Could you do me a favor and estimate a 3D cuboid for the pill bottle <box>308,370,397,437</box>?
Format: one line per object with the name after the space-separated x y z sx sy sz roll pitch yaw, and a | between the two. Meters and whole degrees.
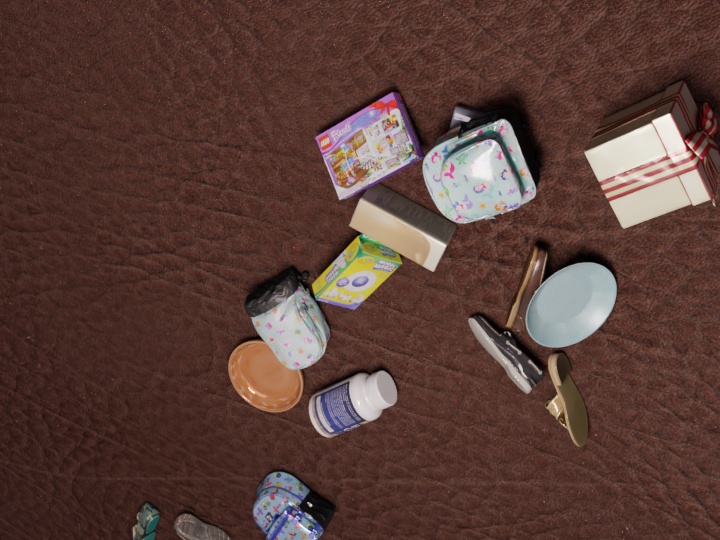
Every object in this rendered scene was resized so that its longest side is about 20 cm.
-0.015 0.305 1.998 0.198 0.111 0.112 -28 105 31 | pill bottle

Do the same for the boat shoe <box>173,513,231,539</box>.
-0.439 0.752 2.434 0.199 0.075 0.073 38 149 -7 | boat shoe

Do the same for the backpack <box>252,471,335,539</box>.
-0.191 0.631 2.229 0.199 0.135 0.183 38 123 1 | backpack

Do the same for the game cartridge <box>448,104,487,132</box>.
0.223 -0.208 1.679 0.131 0.042 0.203 21 122 14 | game cartridge

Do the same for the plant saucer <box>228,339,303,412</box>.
-0.225 0.250 2.094 0.196 0.038 0.204 9 119 16 | plant saucer

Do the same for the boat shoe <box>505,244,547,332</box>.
0.351 0.040 1.746 0.069 0.071 0.203 16 128 7 | boat shoe

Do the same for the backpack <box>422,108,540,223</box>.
0.216 -0.182 1.595 0.197 0.151 0.180 -15 113 32 | backpack

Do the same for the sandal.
0.427 0.274 1.851 0.069 0.077 0.215 -5 111 44 | sandal

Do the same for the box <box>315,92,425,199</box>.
0.018 -0.244 1.709 0.198 0.039 0.139 -24 86 30 | box

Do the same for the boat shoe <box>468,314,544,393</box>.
0.310 0.166 1.831 0.060 0.074 0.201 -39 81 -8 | boat shoe

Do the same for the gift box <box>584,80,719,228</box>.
0.526 -0.194 1.492 0.185 0.185 0.201 -23 111 38 | gift box

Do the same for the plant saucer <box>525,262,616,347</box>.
0.412 0.061 1.714 0.197 0.039 0.204 -10 126 -14 | plant saucer

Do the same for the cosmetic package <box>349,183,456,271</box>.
0.087 -0.091 1.753 0.197 0.105 0.072 29 122 6 | cosmetic package

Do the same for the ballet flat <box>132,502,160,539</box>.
-0.628 0.746 2.504 0.073 0.074 0.202 28 121 4 | ballet flat

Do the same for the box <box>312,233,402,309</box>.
0.000 0.000 1.833 0.116 0.049 0.200 14 132 -37 | box

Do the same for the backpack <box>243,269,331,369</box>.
-0.158 0.120 1.945 0.165 0.127 0.202 -26 109 26 | backpack
